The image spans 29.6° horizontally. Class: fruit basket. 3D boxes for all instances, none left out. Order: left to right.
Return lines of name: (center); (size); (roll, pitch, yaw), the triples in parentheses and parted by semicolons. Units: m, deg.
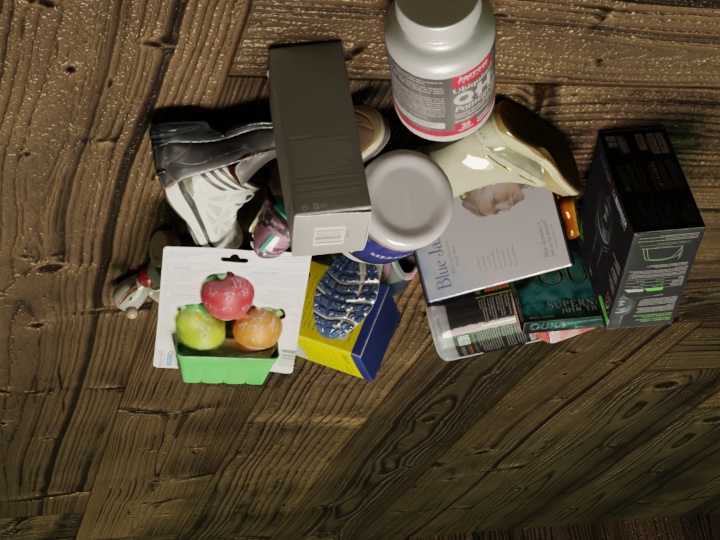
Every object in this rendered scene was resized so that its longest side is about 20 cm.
fruit basket: (-0.165, 0.049, 1.728); (0.184, 0.094, 0.201); (2, 123, -11)

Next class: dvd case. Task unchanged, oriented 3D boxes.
dvd case: (0.161, -0.051, 1.756); (0.199, 0.143, 0.018); (-15, 180, 14)

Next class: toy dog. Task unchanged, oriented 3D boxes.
toy dog: (-0.260, 0.025, 1.826); (0.131, 0.097, 0.200); (0, 155, -19)

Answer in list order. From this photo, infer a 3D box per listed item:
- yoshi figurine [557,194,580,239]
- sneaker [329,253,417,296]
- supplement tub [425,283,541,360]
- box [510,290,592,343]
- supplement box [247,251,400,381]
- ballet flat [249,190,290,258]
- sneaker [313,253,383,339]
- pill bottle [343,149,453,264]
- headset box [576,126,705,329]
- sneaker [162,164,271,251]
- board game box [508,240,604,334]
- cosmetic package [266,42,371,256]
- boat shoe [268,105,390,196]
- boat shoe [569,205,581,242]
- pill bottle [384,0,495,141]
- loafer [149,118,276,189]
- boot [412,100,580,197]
yoshi figurine: (0.191, -0.052, 1.806); (0.199, 0.113, 0.112); (-11, 163, 12)
sneaker: (0.011, -0.027, 1.869); (0.082, 0.070, 0.200); (-41, 146, 8)
supplement tub: (0.204, 0.057, 2.034); (0.199, 0.123, 0.123); (-13, 156, 11)
box: (0.320, 0.020, 1.920); (0.199, 0.095, 0.103); (-18, -162, -17)
supplement box: (-0.061, 0.056, 1.850); (0.199, 0.110, 0.109); (18, 162, 16)
ballet flat: (-0.103, -0.053, 1.645); (0.071, 0.069, 0.200); (-44, -174, 10)
sneaker: (0.000, 0.000, 1.761); (0.077, 0.201, 0.085); (22, 169, 8)
pill bottle: (0.029, -0.069, 1.624); (0.115, 0.116, 0.200); (-3, 174, -14)
headset box: (0.346, -0.048, 1.722); (0.092, 0.175, 0.200); (-5, 141, -7)
sneaker: (-0.153, -0.080, 1.650); (0.115, 0.076, 0.201); (-12, 154, 11)
board game box: (0.299, 0.017, 1.817); (0.199, 0.136, 0.028); (-5, 140, -7)
cosmetic package: (-0.045, -0.127, 1.430); (0.090, 0.201, 0.107); (-4, 159, -6)
boat shoe: (-0.028, -0.135, 1.584); (0.065, 0.072, 0.200); (5, 157, -41)
boat shoe: (0.300, -0.061, 1.883); (0.200, 0.061, 0.072); (-14, 131, 3)
pill bottle: (0.081, -0.222, 1.366); (0.110, 0.111, 0.200); (-10, 157, 2)
loafer: (-0.134, -0.130, 1.528); (0.199, 0.073, 0.073); (-3, 178, -5)
boot: (0.166, -0.124, 1.671); (0.154, 0.072, 0.200); (-25, 147, 31)
